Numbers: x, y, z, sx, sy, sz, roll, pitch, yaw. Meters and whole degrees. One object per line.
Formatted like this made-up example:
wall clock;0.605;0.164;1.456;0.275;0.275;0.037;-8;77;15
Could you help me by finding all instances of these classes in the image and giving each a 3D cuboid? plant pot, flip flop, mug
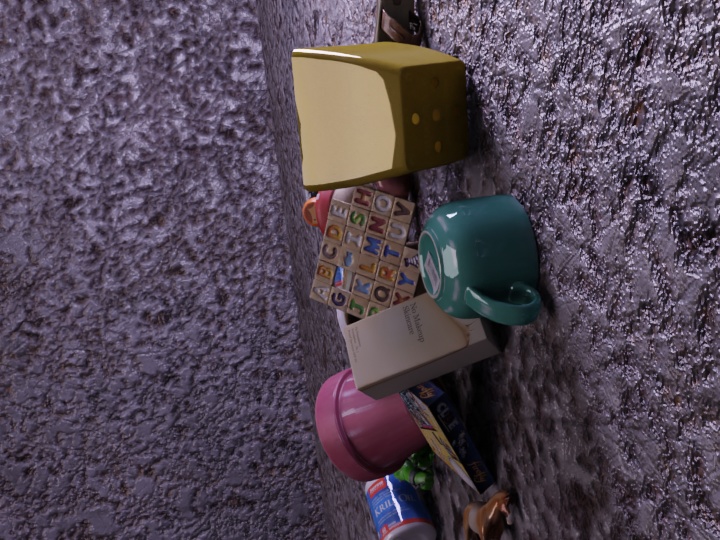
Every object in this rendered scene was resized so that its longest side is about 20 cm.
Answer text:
plant pot;0.051;0.247;1.357;0.179;0.200;0.201;-30;63;36
plant pot;0.043;-0.219;1.099;0.176;0.200;0.201;11;112;44
flip flop;0.066;-0.382;1.215;0.058;0.081;0.201;14;106;62
mug;0.143;-0.014;0.972;0.185;0.114;0.153;-163;65;-77

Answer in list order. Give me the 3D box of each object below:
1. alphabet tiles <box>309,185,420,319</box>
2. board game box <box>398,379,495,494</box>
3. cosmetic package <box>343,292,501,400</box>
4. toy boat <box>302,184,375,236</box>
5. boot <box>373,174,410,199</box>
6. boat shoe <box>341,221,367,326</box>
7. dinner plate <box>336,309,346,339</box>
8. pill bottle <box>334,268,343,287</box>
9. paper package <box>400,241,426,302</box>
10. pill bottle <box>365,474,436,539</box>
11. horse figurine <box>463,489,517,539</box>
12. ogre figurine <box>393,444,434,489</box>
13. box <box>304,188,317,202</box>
alphabet tiles;0.015;-0.022;1.181;0.008;0.167;0.201;-24;-49;-63
board game box;0.120;0.234;1.184;0.135;0.035;0.200;34;157;58
cosmetic package;0.085;0.099;1.106;0.073;0.200;0.104;39;-150;-55
toy boat;-0.039;-0.096;1.350;0.200;0.130;0.131;47;-125;-70
boot;0.069;-0.226;1.326;0.200;0.068;0.189;123;148;-72
boat shoe;0.000;0.000;1.259;0.076;0.071;0.201;40;128;53
dinner plate;0.020;0.126;1.620;0.200;0.024;0.201;42;-150;-31
pill bottle;-0.014;-0.060;1.684;0.112;0.112;0.201;144;118;-76
paper package;0.094;0.052;1.276;0.191;0.103;0.201;167;94;-78
pill bottle;0.073;0.474;1.594;0.200;0.112;0.113;-114;20;-49
horse figurine;0.188;0.396;1.175;0.200;0.050;0.133;106;166;-76
ogre figurine;0.091;0.331;1.516;0.200;0.098;0.120;63;145;15
box;-0.020;-0.175;1.528;0.200;0.157;0.050;147;115;-76
